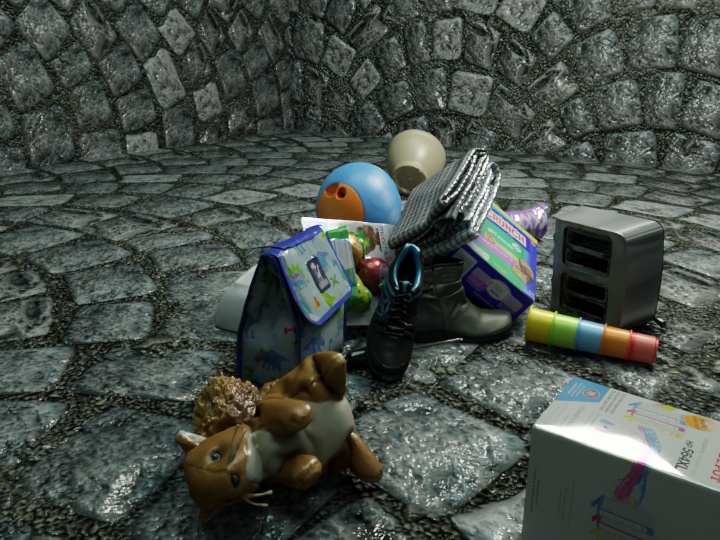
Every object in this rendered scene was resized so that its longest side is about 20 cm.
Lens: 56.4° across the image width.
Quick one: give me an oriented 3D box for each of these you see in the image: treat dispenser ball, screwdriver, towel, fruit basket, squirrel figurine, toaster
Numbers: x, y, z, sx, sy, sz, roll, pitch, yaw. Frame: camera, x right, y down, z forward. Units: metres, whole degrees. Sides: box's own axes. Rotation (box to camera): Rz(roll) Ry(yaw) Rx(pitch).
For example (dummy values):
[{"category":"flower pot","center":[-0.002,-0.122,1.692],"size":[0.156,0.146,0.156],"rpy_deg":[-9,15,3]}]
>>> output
[{"category":"treat dispenser ball","center":[-0.004,-0.141,1.527],"size":[0.194,0.207,0.202],"rpy_deg":[1,18,0]},{"category":"screwdriver","center":[0.071,0.124,1.030],"size":[0.194,0.030,0.028],"rpy_deg":[-2,17,-22]},{"category":"towel","center":[0.140,-0.109,1.146],"size":[0.164,0.086,0.202],"rpy_deg":[-28,22,44]},{"category":"fruit basket","center":[0.000,0.000,1.124],"size":[0.195,0.190,0.094],"rpy_deg":[1,-21,-28]},{"category":"squirrel figurine","center":[-0.108,0.183,0.718],"size":[0.184,0.145,0.198],"rpy_deg":[-24,15,-32]},{"category":"toaster","center":[0.429,0.000,1.172],"size":[0.116,0.186,0.198],"rpy_deg":[-14,22,-31]}]

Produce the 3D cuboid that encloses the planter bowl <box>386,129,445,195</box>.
[{"category":"planter bowl","center":[0.168,-0.326,2.156],"size":[0.194,0.204,0.137],"rpy_deg":[6,45,15]}]

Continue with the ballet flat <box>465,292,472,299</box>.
[{"category":"ballet flat","center":[0.221,0.021,1.272],"size":[0.194,0.067,0.071],"rpy_deg":[-4,18,-15]}]

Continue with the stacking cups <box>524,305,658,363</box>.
[{"category":"stacking cups","center":[0.359,0.107,1.055],"size":[0.195,0.062,0.060],"rpy_deg":[14,21,20]}]

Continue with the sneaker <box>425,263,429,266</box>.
[{"category":"sneaker","center":[0.095,-0.018,1.219],"size":[0.088,0.068,0.201],"rpy_deg":[16,22,-24]}]

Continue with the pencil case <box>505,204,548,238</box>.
[{"category":"pencil case","center":[0.368,-0.114,1.657],"size":[0.195,0.088,0.084],"rpy_deg":[-6,21,-23]}]

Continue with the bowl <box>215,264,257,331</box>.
[{"category":"bowl","center":[-0.139,0.043,1.178],"size":[0.194,0.077,0.200],"rpy_deg":[8,20,15]}]

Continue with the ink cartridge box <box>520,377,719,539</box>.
[{"category":"ink cartridge box","center":[0.268,0.206,0.625],"size":[0.196,0.129,0.127],"rpy_deg":[13,21,34]}]

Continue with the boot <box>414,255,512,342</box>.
[{"category":"boot","center":[0.161,0.044,1.094],"size":[0.194,0.135,0.068],"rpy_deg":[-2,18,-10]}]

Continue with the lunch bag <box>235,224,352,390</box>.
[{"category":"lunch bag","center":[-0.090,0.050,0.952],"size":[0.124,0.206,0.170],"rpy_deg":[7,18,18]}]

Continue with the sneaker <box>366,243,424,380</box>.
[{"category":"sneaker","center":[0.051,0.057,0.984],"size":[0.071,0.205,0.082],"rpy_deg":[9,-25,1]}]

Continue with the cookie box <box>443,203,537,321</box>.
[{"category":"cookie box","center":[0.233,-0.031,1.206],"size":[0.170,0.075,0.202],"rpy_deg":[37,35,-10]}]
